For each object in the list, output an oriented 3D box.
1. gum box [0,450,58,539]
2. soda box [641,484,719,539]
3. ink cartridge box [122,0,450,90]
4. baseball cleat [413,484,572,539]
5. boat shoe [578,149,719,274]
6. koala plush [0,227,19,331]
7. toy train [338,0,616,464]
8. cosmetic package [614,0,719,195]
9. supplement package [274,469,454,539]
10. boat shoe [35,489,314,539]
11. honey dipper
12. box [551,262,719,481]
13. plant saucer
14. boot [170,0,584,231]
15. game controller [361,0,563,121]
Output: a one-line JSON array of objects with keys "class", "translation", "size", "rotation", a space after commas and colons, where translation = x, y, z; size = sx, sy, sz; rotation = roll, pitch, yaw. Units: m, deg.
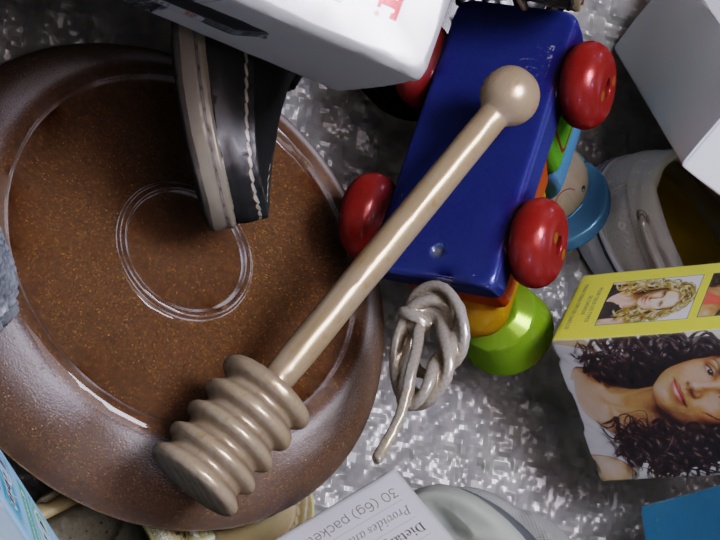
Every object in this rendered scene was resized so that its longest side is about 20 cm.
[{"class": "gum box", "translation": [-0.183, 0.109, 0.830], "size": [0.170, 0.045, 0.200], "rotation": [-24, 136, -1]}, {"class": "soda box", "translation": [0.164, 0.182, 1.014], "size": [0.064, 0.068, 0.200], "rotation": [-3, 78, -26]}, {"class": "ink cartridge box", "translation": [-0.053, -0.162, 0.872], "size": [0.200, 0.084, 0.145], "rotation": [21, 85, -22]}, {"class": "baseball cleat", "translation": [0.093, 0.157, 1.012], "size": [0.200, 0.070, 0.106], "rotation": [53, 21, 15]}, {"class": "boat shoe", "translation": [0.176, 0.029, 1.103], "size": [0.075, 0.086, 0.202], "rotation": [-40, 100, -26]}, {"class": "koala plush", "translation": [-0.217, -0.055, 0.876], "size": [0.183, 0.177, 0.200], "rotation": [-7, 76, -26]}, {"class": "toy train", "translation": [0.044, 0.007, 1.021], "size": [0.116, 0.084, 0.200], "rotation": [62, 42, -57]}, {"class": "cosmetic package", "translation": [0.206, -0.031, 1.096], "size": [0.200, 0.151, 0.052], "rotation": [35, 103, -17]}, {"class": "supplement package", "translation": [0.018, 0.197, 0.930], "size": [0.121, 0.120, 0.200], "rotation": [-29, 65, -28]}, {"class": "boat shoe", "translation": [-0.098, 0.109, 0.963], "size": [0.200, 0.063, 0.073], "rotation": [-12, 87, -28]}, {"class": "honey dipper", "translation": [0.000, 0.000, 0.948], "size": [0.038, 0.038, 0.200], "rotation": [43, 73, -14]}, {"class": "box", "translation": [0.180, 0.035, 1.017], "size": [0.075, 0.200, 0.050], "rotation": [67, 32, -28]}, {"class": "plant saucer", "translation": [-0.071, -0.002, 0.984], "size": [0.200, 0.032, 0.201], "rotation": [14, 60, -26]}, {"class": "boot", "translation": [0.008, -0.109, 0.982], "size": [0.150, 0.073, 0.200], "rotation": [1, 62, 3]}, {"class": "game controller", "translation": [-0.002, -0.160, 1.072], "size": [0.104, 0.042, 0.200], "rotation": [-39, 99, -27]}]
